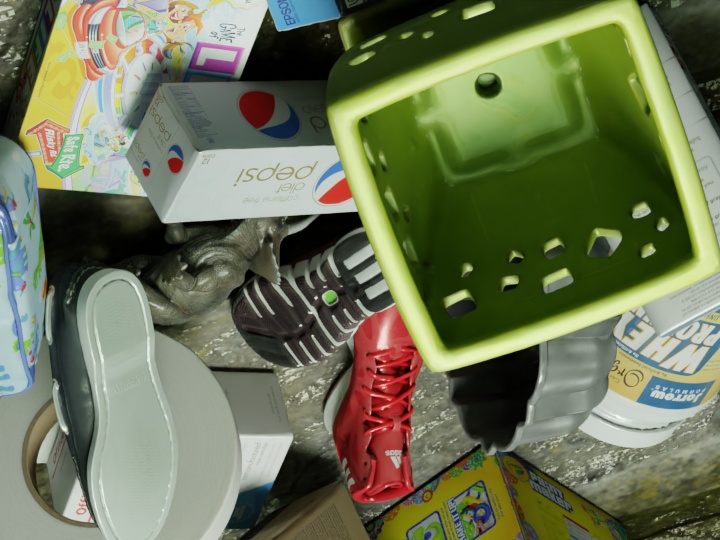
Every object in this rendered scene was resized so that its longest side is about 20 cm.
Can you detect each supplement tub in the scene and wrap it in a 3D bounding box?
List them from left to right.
[{"bbox_3d":[0.221,0.018,1.791,0.144,0.145,0.201,5,134,-24],"label":"supplement tub"}]

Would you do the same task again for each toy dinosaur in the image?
[{"bbox_3d":[-0.127,0.007,1.707,0.199,0.077,0.102,-32,144,21],"label":"toy dinosaur"}]

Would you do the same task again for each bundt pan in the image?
[{"bbox_3d":[0.123,0.027,1.723,0.075,0.203,0.203,0,136,-18],"label":"bundt pan"}]

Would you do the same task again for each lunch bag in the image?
[{"bbox_3d":[-0.290,-0.004,1.617,0.159,0.083,0.201,7,137,5],"label":"lunch bag"}]

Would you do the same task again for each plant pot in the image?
[{"bbox_3d":[0.093,-0.087,1.529,0.198,0.182,0.201,-19,118,6],"label":"plant pot"}]

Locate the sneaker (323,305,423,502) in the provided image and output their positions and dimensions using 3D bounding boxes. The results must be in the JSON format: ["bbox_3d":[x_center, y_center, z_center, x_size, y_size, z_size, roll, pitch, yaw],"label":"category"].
[{"bbox_3d":[0.028,0.095,1.830,0.078,0.116,0.201,-4,137,-15],"label":"sneaker"}]

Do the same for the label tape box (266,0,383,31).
[{"bbox_3d":[0.020,-0.242,1.501,0.199,0.066,0.144,-18,140,4],"label":"label tape box"}]

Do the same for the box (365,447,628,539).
[{"bbox_3d":[0.108,0.273,2.047,0.192,0.123,0.200,-36,136,20],"label":"box"}]

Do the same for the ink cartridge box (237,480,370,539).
[{"bbox_3d":[-0.026,0.283,1.886,0.075,0.201,0.165,-25,-179,21],"label":"ink cartridge box"}]

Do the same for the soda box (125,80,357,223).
[{"bbox_3d":[-0.049,-0.080,1.616,0.199,0.064,0.068,-4,139,-38],"label":"soda box"}]

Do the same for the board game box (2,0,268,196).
[{"bbox_3d":[-0.145,-0.133,1.584,0.133,0.034,0.201,3,135,-23],"label":"board game box"}]

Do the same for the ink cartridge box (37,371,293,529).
[{"bbox_3d":[-0.164,0.135,1.843,0.198,0.067,0.116,2,136,-22],"label":"ink cartridge box"}]

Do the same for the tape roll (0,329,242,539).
[{"bbox_3d":[-0.184,0.134,1.736,0.201,0.204,0.037,-15,158,-3],"label":"tape roll"}]

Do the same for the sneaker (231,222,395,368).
[{"bbox_3d":[0.000,0.000,1.757,0.199,0.115,0.076,-24,102,48],"label":"sneaker"}]

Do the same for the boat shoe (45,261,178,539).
[{"bbox_3d":[-0.171,0.090,1.669,0.075,0.060,0.202,-13,108,-40],"label":"boat shoe"}]

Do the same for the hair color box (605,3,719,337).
[{"bbox_3d":[0.200,-0.067,1.655,0.099,0.201,0.061,-29,174,13],"label":"hair color box"}]
